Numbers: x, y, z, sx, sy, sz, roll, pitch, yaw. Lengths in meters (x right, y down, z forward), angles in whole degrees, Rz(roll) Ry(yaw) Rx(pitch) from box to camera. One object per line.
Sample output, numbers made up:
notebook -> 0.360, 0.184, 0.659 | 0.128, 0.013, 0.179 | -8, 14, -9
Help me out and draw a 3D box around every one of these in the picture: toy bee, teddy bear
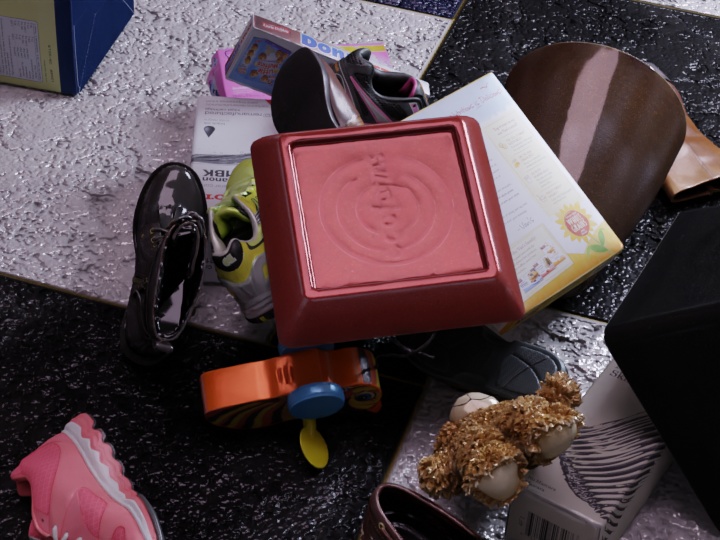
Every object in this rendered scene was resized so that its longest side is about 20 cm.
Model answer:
toy bee -> -0.026, 0.101, 1.235 | 0.198, 0.109, 0.132 | 3, 66, 19
teddy bear -> 0.103, 0.125, 1.132 | 0.067, 0.145, 0.200 | 50, 10, -1

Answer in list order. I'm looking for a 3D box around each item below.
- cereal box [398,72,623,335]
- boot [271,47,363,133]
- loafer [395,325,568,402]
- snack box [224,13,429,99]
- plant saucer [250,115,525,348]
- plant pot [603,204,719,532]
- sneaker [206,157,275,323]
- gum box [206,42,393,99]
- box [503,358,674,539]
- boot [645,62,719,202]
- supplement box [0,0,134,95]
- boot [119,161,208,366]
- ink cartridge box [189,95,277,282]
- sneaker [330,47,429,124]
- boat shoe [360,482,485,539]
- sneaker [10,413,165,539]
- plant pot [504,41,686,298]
cereal box -> 0.117, -0.061, 1.298 | 0.143, 0.040, 0.201 | -29, 77, -30
boot -> 0.017, -0.106, 1.403 | 0.199, 0.068, 0.189 | 25, 26, -47
loafer -> 0.104, 0.085, 1.291 | 0.072, 0.063, 0.199 | -48, 42, -16
snack box -> -0.033, -0.191, 1.507 | 0.198, 0.072, 0.024 | 19, 42, -21
plant saucer -> 0.020, -0.044, 1.202 | 0.198, 0.037, 0.201 | -7, 59, -7
plant pot -> 0.341, 0.057, 1.175 | 0.176, 0.201, 0.200 | -20, 19, 42
sneaker -> -0.091, -0.045, 1.269 | 0.075, 0.077, 0.201 | -30, 34, 12
gum box -> -0.062, -0.184, 1.602 | 0.198, 0.067, 0.114 | -4, 39, -10
box -> 0.197, 0.151, 1.199 | 0.082, 0.069, 0.200 | 23, 42, 23
boot -> 0.288, -0.135, 1.599 | 0.186, 0.069, 0.201 | -5, 46, -24
supplement box -> -0.381, -0.318, 1.685 | 0.198, 0.135, 0.201 | 10, 38, 7
boot -> -0.152, -0.016, 1.247 | 0.068, 0.174, 0.202 | 10, 73, -13
ink cartridge box -> -0.095, -0.080, 1.452 | 0.143, 0.084, 0.201 | 2, 39, -4
sneaker -> 0.042, -0.147, 1.486 | 0.199, 0.086, 0.081 | 30, 31, -34
boat shoe -> 0.078, 0.229, 1.088 | 0.199, 0.071, 0.070 | 30, 43, 27
sneaker -> -0.199, 0.196, 1.118 | 0.086, 0.074, 0.200 | -28, 43, -16
plant pot -> 0.197, -0.079, 1.427 | 0.185, 0.188, 0.201 | 15, 56, 14
